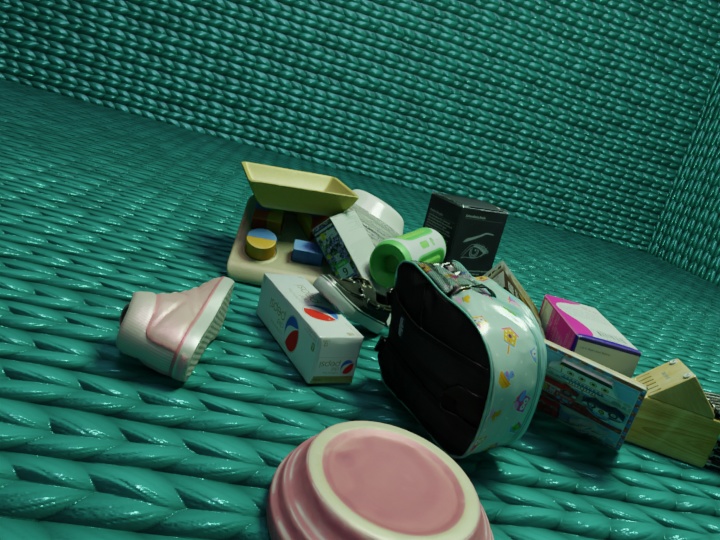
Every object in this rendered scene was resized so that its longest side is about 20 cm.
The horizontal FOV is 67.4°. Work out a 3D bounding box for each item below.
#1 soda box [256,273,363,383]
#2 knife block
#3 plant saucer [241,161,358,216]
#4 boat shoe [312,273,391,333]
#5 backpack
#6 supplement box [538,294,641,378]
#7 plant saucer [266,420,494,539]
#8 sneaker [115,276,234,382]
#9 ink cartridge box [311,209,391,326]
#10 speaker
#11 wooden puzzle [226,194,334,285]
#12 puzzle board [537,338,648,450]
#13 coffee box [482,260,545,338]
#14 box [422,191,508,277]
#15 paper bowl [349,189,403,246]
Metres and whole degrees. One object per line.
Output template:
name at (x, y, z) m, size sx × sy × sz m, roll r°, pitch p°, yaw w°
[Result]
soda box at (-0.074, 0.072, 0.724) m, size 0.066 × 0.066 × 0.199 m, roll 6°, pitch 18°, yaw -32°
knife block at (0.440, 0.227, 0.745) m, size 0.179 × 0.196 × 0.064 m, roll 61°, pitch 16°, yaw -5°
plant saucer at (-0.120, -0.147, 0.994) m, size 0.193 × 0.050 × 0.200 m, roll 7°, pitch 17°, yaw -19°
boat shoe at (-0.005, 0.037, 0.779) m, size 0.068 × 0.057 × 0.200 m, roll 38°, pitch -1°, yaw 29°
backpack at (0.119, 0.100, 0.616) m, size 0.148 × 0.181 × 0.201 m, roll 4°, pitch 23°, yaw -23°
supplement box at (0.361, 0.127, 0.894) m, size 0.098 × 0.107 × 0.201 m, roll 15°, pitch 17°, yaw 1°
plant saucer at (0.022, 0.191, 0.447) m, size 0.194 × 0.052 × 0.201 m, roll 15°, pitch 17°, yaw -4°
sneaker at (-0.217, 0.048, 0.638) m, size 0.102 × 0.077 × 0.201 m, roll 20°, pitch 20°, yaw -4°
ink cartridge box at (0.000, 0.000, 0.945) m, size 0.204 × 0.050 × 0.109 m, roll 62°, pitch 26°, yaw 0°
speaker at (0.089, -0.025, 0.969) m, size 0.086 × 0.091 × 0.199 m, roll 22°, pitch 20°, yaw 23°
wooden puzzle at (-0.128, -0.058, 0.954) m, size 0.179 × 0.047 × 0.204 m, roll 11°, pitch 46°, yaw -7°
puzzle board at (0.246, 0.146, 0.690) m, size 0.196 × 0.153 × 0.017 m, roll 25°, pitch 58°, yaw 30°
coffee box at (0.249, 0.071, 0.927) m, size 0.115 × 0.079 × 0.200 m, roll 52°, pitch 19°, yaw 0°
box at (0.206, -0.049, 1.145) m, size 0.144 × 0.206 × 0.104 m, roll 3°, pitch 19°, yaw -36°
paper bowl at (0.017, -0.100, 1.192) m, size 0.197 × 0.106 × 0.201 m, roll 31°, pitch -3°, yaw 2°
